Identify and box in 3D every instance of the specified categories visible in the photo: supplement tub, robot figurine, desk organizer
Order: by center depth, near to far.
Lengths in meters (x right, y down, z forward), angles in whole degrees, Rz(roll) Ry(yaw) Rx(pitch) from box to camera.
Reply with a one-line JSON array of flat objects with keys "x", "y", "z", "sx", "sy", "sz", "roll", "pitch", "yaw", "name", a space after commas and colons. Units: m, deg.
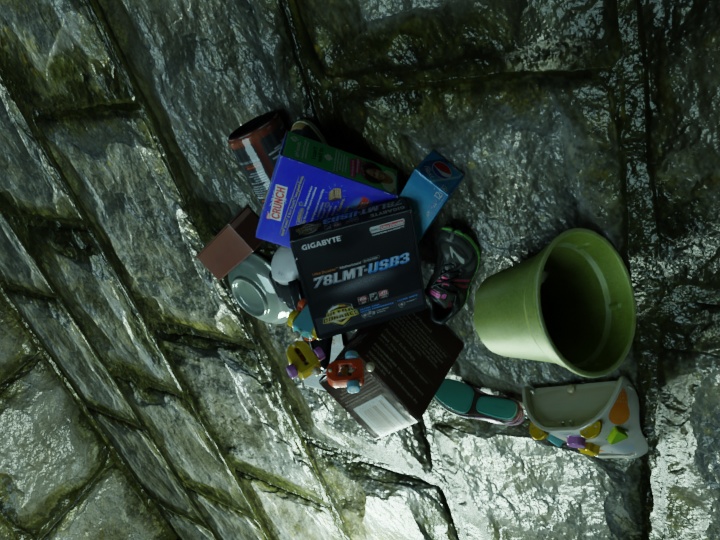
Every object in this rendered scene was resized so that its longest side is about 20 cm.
[{"x": -0.150, "y": -0.170, "z": 1.152, "sx": 0.105, "sy": 0.107, "sz": 0.203, "roll": -2, "pitch": 123, "yaw": 41, "name": "supplement tub"}, {"x": -0.100, "y": 0.029, "z": 1.284, "sx": 0.203, "sy": 0.148, "sz": 0.125, "roll": 65, "pitch": 176, "yaw": -27, "name": "robot figurine"}, {"x": -0.281, "y": -0.056, "z": 1.400, "sx": 0.077, "sy": 0.072, "sz": 0.199, "roll": 46, "pitch": 142, "yaw": -10, "name": "desk organizer"}]

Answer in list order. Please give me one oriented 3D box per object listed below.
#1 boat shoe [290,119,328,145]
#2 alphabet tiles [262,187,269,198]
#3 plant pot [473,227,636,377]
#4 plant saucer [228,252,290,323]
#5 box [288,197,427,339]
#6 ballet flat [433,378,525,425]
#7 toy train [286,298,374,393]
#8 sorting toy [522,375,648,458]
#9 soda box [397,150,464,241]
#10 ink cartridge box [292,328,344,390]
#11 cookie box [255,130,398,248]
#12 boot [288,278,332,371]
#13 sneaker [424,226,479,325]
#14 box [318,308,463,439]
[{"x": -0.059, "y": -0.166, "z": 1.113, "sx": 0.074, "sy": 0.063, "sz": 0.201, "roll": -21, "pitch": 114, "yaw": 46, "name": "boat shoe"}, {"x": -0.063, "y": -0.110, "z": 1.115, "sx": 0.198, "sy": 0.008, "sz": 0.167, "roll": 31, "pitch": 126, "yaw": -22, "name": "alphabet tiles"}, {"x": 0.271, "y": 0.056, "z": 0.955, "sx": 0.202, "sy": 0.200, "sz": 0.183, "roll": 51, "pitch": 152, "yaw": -12, "name": "plant pot"}, {"x": -0.243, "y": 0.050, "z": 1.474, "sx": 0.197, "sy": 0.050, "sz": 0.204, "roll": 24, "pitch": 135, "yaw": 25, "name": "plant saucer"}, {"x": 0.000, "y": 0.000, "z": 1.034, "sx": 0.195, "sy": 0.050, "sz": 0.202, "roll": -14, "pitch": 127, "yaw": -3, "name": "box"}, {"x": 0.233, "y": 0.270, "z": 1.273, "sx": 0.196, "sy": 0.070, "sz": 0.071, "roll": 9, "pitch": 151, "yaw": 34, "name": "ballet flat"}, {"x": -0.055, "y": 0.132, "z": 1.105, "sx": 0.146, "sy": 0.203, "sz": 0.056, "roll": -9, "pitch": 139, "yaw": -1, "name": "toy train"}, {"x": 0.407, "y": 0.279, "z": 1.121, "sx": 0.179, "sy": 0.109, "sz": 0.198, "roll": 38, "pitch": 146, "yaw": -27, "name": "sorting toy"}, {"x": 0.090, "y": -0.096, "z": 1.049, "sx": 0.067, "sy": 0.064, "sz": 0.201, "roll": 37, "pitch": 141, "yaw": 5, "name": "soda box"}, {"x": -0.081, "y": 0.183, "z": 1.487, "sx": 0.159, "sy": 0.050, "sz": 0.205, "roll": 5, "pitch": 111, "yaw": 38, "name": "ink cartridge box"}, {"x": -0.057, "y": -0.111, "z": 1.057, "sx": 0.195, "sy": 0.076, "sz": 0.173, "roll": 17, "pitch": 130, "yaw": -12, "name": "cookie box"}, {"x": -0.035, "y": 0.087, "z": 1.210, "sx": 0.164, "sy": 0.077, "sz": 0.205, "roll": -14, "pitch": 111, "yaw": -2, "name": "boot"}, {"x": 0.152, "y": 0.015, "z": 1.082, "sx": 0.075, "sy": 0.084, "sz": 0.203, "roll": 19, "pitch": 136, "yaw": 24, "name": "sneaker"}, {"x": 0.058, "y": 0.178, "z": 1.220, "sx": 0.164, "sy": 0.201, "sz": 0.166, "roll": 44, "pitch": 141, "yaw": -5, "name": "box"}]
